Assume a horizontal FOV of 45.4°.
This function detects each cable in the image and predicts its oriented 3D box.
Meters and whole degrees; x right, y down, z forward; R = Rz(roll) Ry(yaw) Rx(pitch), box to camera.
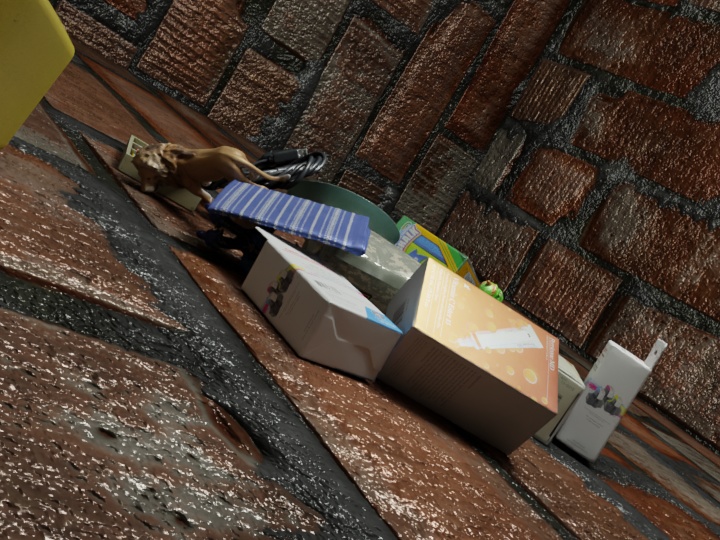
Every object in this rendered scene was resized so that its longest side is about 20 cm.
[{"bbox_3d":[-0.148,-0.143,1.311,0.195,0.052,0.163,-10,18,-7],"label":"cable"}]

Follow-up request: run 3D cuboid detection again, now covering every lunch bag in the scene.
[{"bbox_3d":[0.000,0.000,1.225,0.162,0.119,0.200,28,0,-11],"label":"lunch bag"}]

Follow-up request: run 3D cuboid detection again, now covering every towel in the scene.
[{"bbox_3d":[-0.083,-0.065,1.080,0.196,0.024,0.145,15,18,-1],"label":"towel"}]

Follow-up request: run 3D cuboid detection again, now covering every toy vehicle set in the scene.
[{"bbox_3d":[-0.305,-0.151,1.317,0.123,0.027,0.200,30,7,-19],"label":"toy vehicle set"}]

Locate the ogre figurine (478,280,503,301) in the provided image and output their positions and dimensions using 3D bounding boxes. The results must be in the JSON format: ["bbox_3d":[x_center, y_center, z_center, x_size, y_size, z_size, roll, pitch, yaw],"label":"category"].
[{"bbox_3d":[0.173,0.080,1.207,0.120,0.097,0.201,49,8,-45],"label":"ogre figurine"}]

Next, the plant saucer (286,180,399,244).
[{"bbox_3d":[-0.034,-0.074,1.375,0.196,0.037,0.201,21,-19,8],"label":"plant saucer"}]

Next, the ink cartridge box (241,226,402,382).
[{"bbox_3d":[-0.055,0.035,0.973,0.114,0.069,0.200,25,10,-39],"label":"ink cartridge box"}]

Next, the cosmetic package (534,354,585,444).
[{"bbox_3d":[0.276,0.181,1.300,0.070,0.106,0.200,33,9,7],"label":"cosmetic package"}]

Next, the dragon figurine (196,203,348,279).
[{"bbox_3d":[-0.116,-0.016,1.091,0.198,0.060,0.099,32,7,4],"label":"dragon figurine"}]

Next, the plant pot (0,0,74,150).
[{"bbox_3d":[-0.407,-0.236,0.844,0.199,0.201,0.176,36,-4,32],"label":"plant pot"}]

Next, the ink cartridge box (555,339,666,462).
[{"bbox_3d":[0.373,0.175,1.290,0.067,0.202,0.115,32,6,12],"label":"ink cartridge box"}]

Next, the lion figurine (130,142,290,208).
[{"bbox_3d":[-0.206,-0.140,1.173,0.196,0.074,0.123,-9,-30,22],"label":"lion figurine"}]

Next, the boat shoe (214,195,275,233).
[{"bbox_3d":[-0.176,-0.102,1.385,0.071,0.073,0.200,31,14,12],"label":"boat shoe"}]

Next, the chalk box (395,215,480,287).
[{"bbox_3d":[0.091,0.004,1.490,0.199,0.124,0.125,35,-11,34],"label":"chalk box"}]

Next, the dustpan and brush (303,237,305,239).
[{"bbox_3d":[-0.029,-0.006,1.400,0.197,0.058,0.140,29,7,-9],"label":"dustpan and brush"}]

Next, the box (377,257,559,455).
[{"bbox_3d":[0.127,0.101,1.011,0.198,0.098,0.126,31,39,-11],"label":"box"}]
